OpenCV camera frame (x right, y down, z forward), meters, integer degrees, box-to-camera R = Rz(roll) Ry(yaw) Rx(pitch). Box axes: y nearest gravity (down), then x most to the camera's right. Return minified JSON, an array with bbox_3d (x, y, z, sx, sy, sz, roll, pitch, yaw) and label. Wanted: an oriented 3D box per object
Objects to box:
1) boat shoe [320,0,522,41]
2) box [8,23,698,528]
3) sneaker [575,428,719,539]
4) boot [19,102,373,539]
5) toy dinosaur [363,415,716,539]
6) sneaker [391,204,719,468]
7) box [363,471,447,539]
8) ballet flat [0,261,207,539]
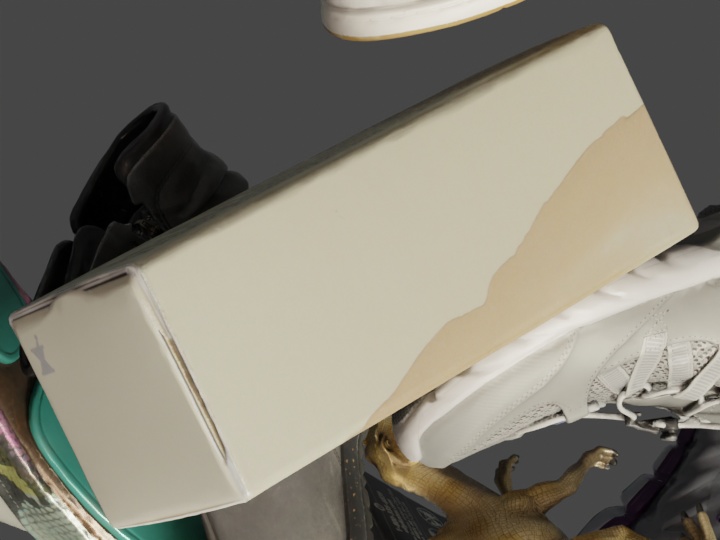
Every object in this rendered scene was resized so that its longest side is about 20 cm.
[{"bbox_3d":[0.067,-0.144,0.841,0.200,0.071,0.069,-30,120,-9],"label":"boat shoe"},{"bbox_3d":[0.000,0.000,0.822,0.200,0.095,0.078,-29,96,-32],"label":"box"},{"bbox_3d":[0.154,0.082,0.971,0.074,0.088,0.200,23,109,-25],"label":"sneaker"},{"bbox_3d":[-0.059,0.055,0.865,0.132,0.200,0.070,26,150,-28],"label":"boot"},{"bbox_3d":[0.073,0.112,0.914,0.101,0.200,0.058,-7,126,-34],"label":"toy dinosaur"},{"bbox_3d":[0.109,0.030,0.906,0.200,0.075,0.082,-23,95,-5],"label":"sneaker"},{"bbox_3d":[-0.012,0.195,0.962,0.106,0.122,0.200,31,105,-28],"label":"box"},{"bbox_3d":[-0.130,0.040,0.885,0.071,0.069,0.200,-25,117,27],"label":"ballet flat"}]
